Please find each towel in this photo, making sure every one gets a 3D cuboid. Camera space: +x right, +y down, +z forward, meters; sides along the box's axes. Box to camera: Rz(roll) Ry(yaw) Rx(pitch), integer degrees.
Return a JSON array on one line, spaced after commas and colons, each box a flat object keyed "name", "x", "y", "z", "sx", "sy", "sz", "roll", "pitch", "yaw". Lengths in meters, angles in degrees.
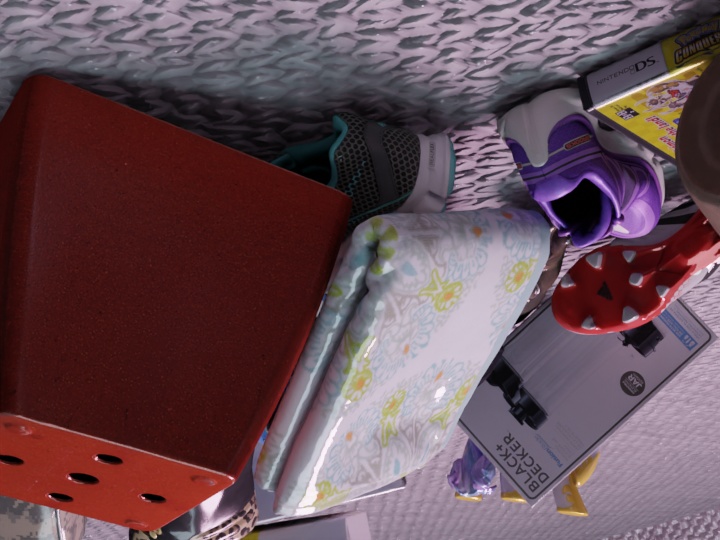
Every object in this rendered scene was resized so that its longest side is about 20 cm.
[{"name": "towel", "x": 0.029, "y": 0.053, "z": 0.800, "sx": 0.171, "sy": 0.048, "sz": 0.201, "roll": -9, "pitch": 128, "yaw": -53}]

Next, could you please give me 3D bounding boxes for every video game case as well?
[{"name": "video game case", "x": 0.259, "y": -0.117, "z": 0.805, "sx": 0.180, "sy": 0.026, "sz": 0.200, "roll": -22, "pitch": 157, "yaw": 31}]

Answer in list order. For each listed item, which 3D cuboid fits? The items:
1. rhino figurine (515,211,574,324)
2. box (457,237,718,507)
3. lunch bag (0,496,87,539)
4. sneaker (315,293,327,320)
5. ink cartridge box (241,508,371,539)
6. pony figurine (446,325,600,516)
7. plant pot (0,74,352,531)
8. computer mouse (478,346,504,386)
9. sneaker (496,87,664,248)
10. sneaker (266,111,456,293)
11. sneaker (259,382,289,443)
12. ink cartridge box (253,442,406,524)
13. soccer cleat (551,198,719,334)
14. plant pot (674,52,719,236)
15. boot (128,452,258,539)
[{"name": "rhino figurine", "x": 0.119, "y": -0.001, "z": 0.999, "sx": 0.087, "sy": 0.060, "sz": 0.200, "roll": -28, "pitch": 166, "yaw": -21}, {"name": "box", "x": 0.173, "y": 0.081, "z": 1.040, "sx": 0.200, "sy": 0.117, "sz": 0.060, "roll": -42, "pitch": 173, "yaw": 4}, {"name": "lunch bag", "x": -0.303, "y": 0.141, "z": 1.011, "sx": 0.199, "sy": 0.168, "sz": 0.140, "roll": 4, "pitch": 117, "yaw": 4}, {"name": "sneaker", "x": 0.000, "y": 0.000, "z": 0.963, "sx": 0.199, "sy": 0.077, "sz": 0.076, "roll": -2, "pitch": -153, "yaw": 15}, {"name": "ink cartridge box", "x": -0.091, "y": 0.259, "z": 1.092, "sx": 0.199, "sy": 0.084, "sz": 0.145, "roll": -10, "pitch": 171, "yaw": 5}, {"name": "pony figurine", "x": 0.138, "y": 0.112, "z": 1.188, "sx": 0.192, "sy": 0.201, "sz": 0.167, "roll": 8, "pitch": 166, "yaw": -3}, {"name": "plant pot", "x": -0.144, "y": 0.039, "z": 0.749, "sx": 0.199, "sy": 0.177, "sz": 0.200, "roll": 21, "pitch": 148, "yaw": -23}, {"name": "computer mouse", "x": 0.009, "y": 0.072, "z": 0.954, "sx": 0.140, "sy": 0.046, "sz": 0.200, "roll": -1, "pitch": 176, "yaw": 34}, {"name": "sneaker", "x": 0.148, "y": -0.048, "z": 0.856, "sx": 0.080, "sy": 0.084, "sz": 0.200, "roll": -20, "pitch": 158, "yaw": 27}, {"name": "sneaker", "x": -0.032, "y": -0.044, "z": 0.828, "sx": 0.091, "sy": 0.078, "sz": 0.200, "roll": 21, "pitch": 141, "yaw": -31}, {"name": "sneaker", "x": -0.045, "y": 0.101, "z": 0.971, "sx": 0.199, "sy": 0.079, "sz": 0.089, "roll": 12, "pitch": 177, "yaw": -3}, {"name": "ink cartridge box", "x": -0.054, "y": 0.135, "z": 1.113, "sx": 0.145, "sy": 0.145, "sz": 0.200, "roll": -13, "pitch": 171, "yaw": -7}, {"name": "soccer cleat", "x": 0.236, "y": -0.011, "z": 0.976, "sx": 0.200, "sy": 0.069, "sz": 0.085, "roll": -35, "pitch": 165, "yaw": 23}, {"name": "plant pot", "x": 0.273, "y": -0.053, "z": 0.714, "sx": 0.174, "sy": 0.201, "sz": 0.200, "roll": 28, "pitch": 142, "yaw": -31}, {"name": "boot", "x": -0.160, "y": 0.143, "z": 0.910, "sx": 0.199, "sy": 0.073, "sz": 0.151, "roll": -13, "pitch": 132, "yaw": -16}]
